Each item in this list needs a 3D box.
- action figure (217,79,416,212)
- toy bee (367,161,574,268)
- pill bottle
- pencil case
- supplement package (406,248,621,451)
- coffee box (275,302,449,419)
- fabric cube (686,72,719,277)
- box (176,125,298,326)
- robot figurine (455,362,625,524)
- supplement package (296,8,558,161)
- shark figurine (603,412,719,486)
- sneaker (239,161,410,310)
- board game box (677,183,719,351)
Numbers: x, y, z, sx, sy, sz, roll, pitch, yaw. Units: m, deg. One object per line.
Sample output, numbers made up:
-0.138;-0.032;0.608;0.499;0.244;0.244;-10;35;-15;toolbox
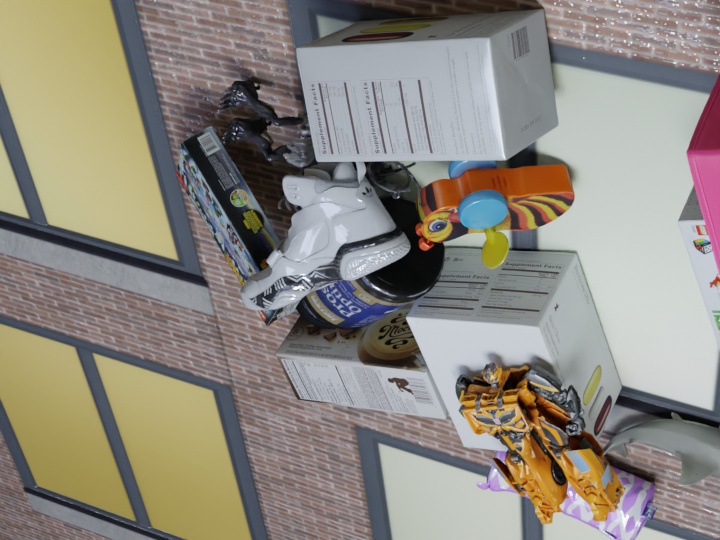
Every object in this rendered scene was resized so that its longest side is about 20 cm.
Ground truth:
-0.050;-0.115;1.492;0.200;0.102;0.119;25;141;15;action figure
0.097;-0.067;1.418;0.199;0.131;0.109;19;142;-4;toy bee
0.000;0.000;1.561;0.112;0.112;0.200;39;153;-9;pill bottle
0.242;0.251;1.702;0.199;0.086;0.084;22;169;16;pencil case
0.166;0.087;1.553;0.155;0.111;0.200;3;135;33;supplement package
0.021;0.091;1.659;0.199;0.113;0.080;4;135;33;coffee box
0.391;-0.078;1.142;0.199;0.200;0.197;-1;131;33;fabric cube
-0.129;-0.044;1.575;0.200;0.040;0.137;58;167;6;box
0.178;0.174;1.500;0.145;0.058;0.200;-13;125;42;robot figurine
0.060;-0.165;1.325;0.199;0.114;0.110;2;112;33;supplement package
0.337;0.201;1.582;0.214;0.090;0.128;7;134;27;shark figurine
-0.051;-0.037;1.428;0.200;0.075;0.115;-21;93;36;sneaker
0.338;-0.010;1.312;0.035;0.126;0.200;1;132;34;board game box
